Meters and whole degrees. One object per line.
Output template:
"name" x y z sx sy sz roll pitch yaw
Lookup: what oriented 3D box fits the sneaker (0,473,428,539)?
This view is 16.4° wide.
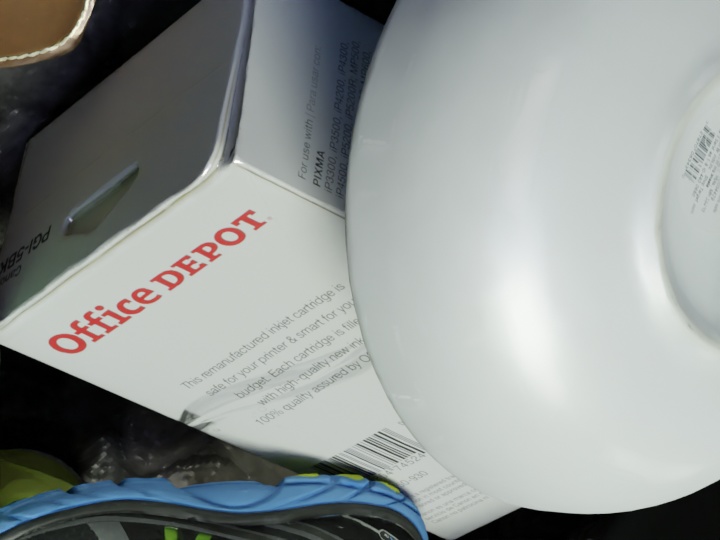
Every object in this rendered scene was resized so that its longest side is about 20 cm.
"sneaker" -0.063 0.116 0.821 0.199 0.083 0.071 -3 149 -23

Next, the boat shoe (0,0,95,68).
"boat shoe" -0.168 -0.087 0.740 0.199 0.074 0.076 4 114 -34

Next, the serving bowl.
"serving bowl" 0.091 -0.023 0.724 0.199 0.066 0.201 -8 103 -39

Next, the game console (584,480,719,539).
"game console" 0.105 0.184 0.906 0.200 0.176 0.116 50 143 -16

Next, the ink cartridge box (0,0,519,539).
"ink cartridge box" 0.000 0.000 0.824 0.199 0.083 0.147 27 143 -29

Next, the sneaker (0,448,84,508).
"sneaker" -0.186 0.116 0.868 0.199 0.105 0.076 -9 127 -10
